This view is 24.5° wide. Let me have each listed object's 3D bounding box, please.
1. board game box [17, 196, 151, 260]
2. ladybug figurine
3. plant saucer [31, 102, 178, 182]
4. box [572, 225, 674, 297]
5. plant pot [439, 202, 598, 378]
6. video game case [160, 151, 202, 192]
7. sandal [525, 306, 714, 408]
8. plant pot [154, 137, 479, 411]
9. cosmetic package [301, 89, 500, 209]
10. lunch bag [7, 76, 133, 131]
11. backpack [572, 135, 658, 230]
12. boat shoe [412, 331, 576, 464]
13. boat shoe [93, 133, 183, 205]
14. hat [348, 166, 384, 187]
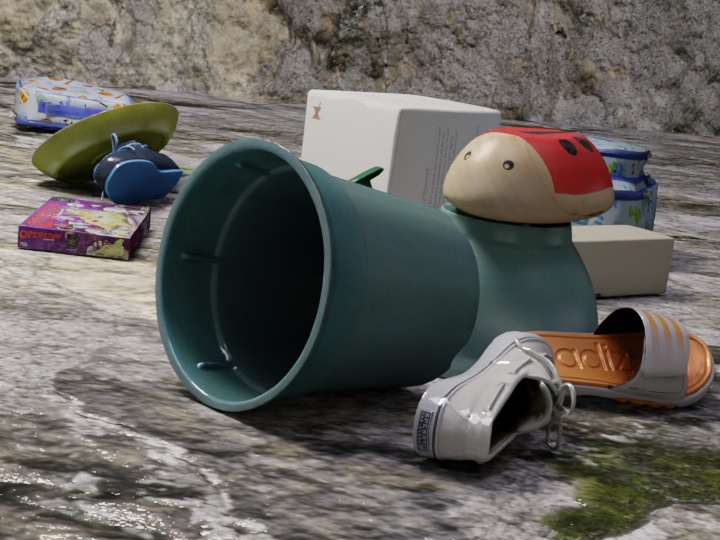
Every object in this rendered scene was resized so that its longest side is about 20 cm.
[{"bbox_3d":[-0.299,-0.048,1.815,0.119,0.033,0.200,2,11,-2],"label":"board game box"},{"bbox_3d":[0.153,-0.086,1.460,0.135,0.073,0.199,14,12,31],"label":"ladybug figurine"},{"bbox_3d":[-0.323,-0.158,2.132,0.198,0.031,0.200,-20,-11,-4],"label":"plant saucer"},{"bbox_3d":[0.256,-0.011,1.859,0.199,0.069,0.082,-1,14,-38],"label":"box"},{"bbox_3d":[0.122,0.014,1.476,0.198,0.135,0.200,7,12,-1],"label":"plant pot"},{"bbox_3d":[-0.284,-0.142,2.317,0.199,0.022,0.182,14,13,27],"label":"video game case"},{"bbox_3d":[0.216,0.068,1.374,0.205,0.059,0.080,1,49,-24],"label":"sandal"},{"bbox_3d":[-0.023,0.013,1.288,0.195,0.202,0.199,8,7,-45],"label":"plant pot"},{"bbox_3d":[0.048,-0.136,2.114,0.199,0.168,0.167,-3,14,-45],"label":"cosmetic package"},{"bbox_3d":[-0.469,-0.262,2.682,0.198,0.076,0.160,5,13,-15],"label":"lunch bag"},{"bbox_3d":[0.281,-0.096,2.110,0.181,0.148,0.200,8,13,16],"label":"backpack"},{"bbox_3d":[0.119,0.096,1.211,0.085,0.075,0.202,12,14,26],"label":"boat shoe"},{"bbox_3d":[-0.292,-0.123,2.064,0.069,0.084,0.200,42,5,10],"label":"boat shoe"},{"bbox_3d":[0.000,0.000,1.781,0.199,0.177,0.166,-29,0,21],"label":"hat"}]
